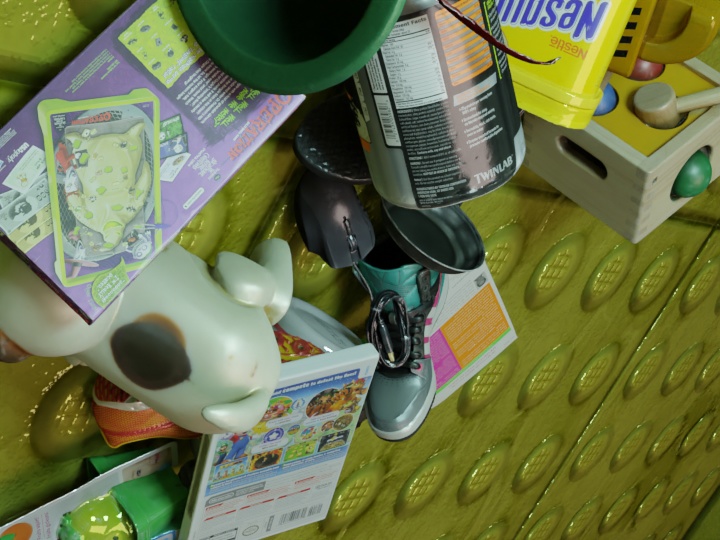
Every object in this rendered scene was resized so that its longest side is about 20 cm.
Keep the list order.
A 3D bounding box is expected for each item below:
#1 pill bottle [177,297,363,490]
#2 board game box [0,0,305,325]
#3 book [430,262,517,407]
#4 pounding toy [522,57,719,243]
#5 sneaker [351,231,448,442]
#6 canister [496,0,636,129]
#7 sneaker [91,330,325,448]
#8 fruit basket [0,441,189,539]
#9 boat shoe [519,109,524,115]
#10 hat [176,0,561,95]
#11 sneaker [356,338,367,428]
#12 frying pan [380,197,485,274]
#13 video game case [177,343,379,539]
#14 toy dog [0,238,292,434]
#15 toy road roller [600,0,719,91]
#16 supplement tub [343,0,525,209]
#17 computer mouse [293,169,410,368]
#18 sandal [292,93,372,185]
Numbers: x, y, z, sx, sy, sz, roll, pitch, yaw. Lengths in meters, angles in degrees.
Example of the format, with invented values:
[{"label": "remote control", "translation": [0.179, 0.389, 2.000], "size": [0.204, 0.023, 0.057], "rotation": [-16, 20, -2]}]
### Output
[{"label": "pill bottle", "translation": [-0.081, 0.132, 1.164], "size": [0.201, 0.108, 0.108], "rotation": [-57, 150, 9]}, {"label": "board game box", "translation": [-0.141, -0.080, 0.816], "size": [0.200, 0.120, 0.032], "rotation": [-48, -177, -20]}, {"label": "book", "translation": [0.089, 0.060, 1.393], "size": [0.133, 0.048, 0.200], "rotation": [-43, 149, -9]}, {"label": "pounding toy", "translation": [0.291, -0.149, 1.279], "size": [0.183, 0.200, 0.143], "rotation": [-36, 148, -25]}, {"label": "sneaker", "translation": [0.034, 0.043, 1.202], "size": [0.121, 0.082, 0.202], "rotation": [63, 32, -54]}, {"label": "canister", "translation": [0.152, -0.235, 1.037], "size": [0.202, 0.147, 0.087], "rotation": [-69, 169, 22]}, {"label": "sneaker", "translation": [-0.118, 0.097, 1.075], "size": [0.197, 0.074, 0.078], "rotation": [-6, 136, -9]}, {"label": "fruit basket", "translation": [-0.233, 0.244, 1.095], "size": [0.199, 0.094, 0.187], "rotation": [-31, 145, -33]}, {"label": "boat shoe", "translation": [0.095, -0.118, 1.174], "size": [0.199, 0.068, 0.072], "rotation": [-30, 145, -35]}, {"label": "hat", "translation": [-0.006, -0.192, 0.858], "size": [0.164, 0.202, 0.176], "rotation": [-26, 176, 26]}, {"label": "sneaker", "translation": [-0.029, 0.135, 1.288], "size": [0.198, 0.077, 0.084], "rotation": [-29, 153, -12]}, {"label": "frying pan", "translation": [0.063, -0.061, 1.206], "size": [0.114, 0.191, 0.031], "rotation": [30, 122, -17]}, {"label": "video game case", "translation": [-0.069, 0.149, 1.069], "size": [0.142, 0.018, 0.202], "rotation": [-11, 136, -32]}, {"label": "toy dog", "translation": [-0.160, 0.033, 0.884], "size": [0.198, 0.195, 0.140], "rotation": [25, 121, -27]}, {"label": "toy road roller", "translation": [0.238, -0.217, 1.155], "size": [0.201, 0.145, 0.123], "rotation": [99, 18, -48]}, {"label": "supplement tub", "translation": [0.044, -0.158, 0.955], "size": [0.122, 0.122, 0.202], "rotation": [-33, 122, -28]}, {"label": "computer mouse", "translation": [0.000, 0.000, 1.114], "size": [0.058, 0.034, 0.201], "rotation": [-35, 116, -17]}, {"label": "sandal", "translation": [0.023, -0.116, 1.079], "size": [0.199, 0.076, 0.048], "rotation": [-28, 171, -36]}]
